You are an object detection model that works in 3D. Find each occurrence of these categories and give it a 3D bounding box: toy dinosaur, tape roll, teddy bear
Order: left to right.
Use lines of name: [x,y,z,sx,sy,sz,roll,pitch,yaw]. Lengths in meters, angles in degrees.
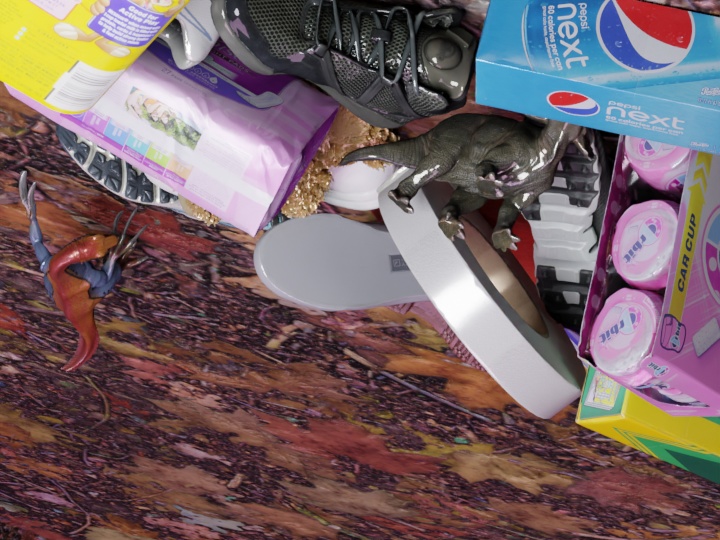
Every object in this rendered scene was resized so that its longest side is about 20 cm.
toy dinosaur: [-0.231,0.009,2.046,0.105,0.201,0.182,-3,-168,4]
teddy bear: [-0.065,-0.097,1.677,0.145,0.067,0.200,48,126,-8]
toy dinosaur: [0.081,-0.071,1.581,0.199,0.102,0.077,-7,126,40]
tape roll: [0.086,0.013,1.667,0.037,0.203,0.203,-38,141,12]

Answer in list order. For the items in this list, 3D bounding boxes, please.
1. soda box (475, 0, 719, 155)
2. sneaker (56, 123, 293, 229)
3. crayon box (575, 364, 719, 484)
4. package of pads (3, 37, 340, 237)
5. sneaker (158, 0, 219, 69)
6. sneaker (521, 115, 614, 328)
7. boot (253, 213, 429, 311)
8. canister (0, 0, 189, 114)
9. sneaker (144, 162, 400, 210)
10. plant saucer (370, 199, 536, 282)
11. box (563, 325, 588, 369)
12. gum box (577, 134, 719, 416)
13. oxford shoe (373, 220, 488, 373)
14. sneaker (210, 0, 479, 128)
soda box: [0.174,-0.123,1.473,0.199,0.064,0.068,12,161,7]
sneaker: [-0.148,-0.073,1.846,0.199,0.078,0.086,22,164,-20]
crayon box: [0.252,0.039,1.670,0.172,0.201,0.058,24,160,-25]
package of pads: [-0.122,-0.114,1.569,0.200,0.121,0.076,29,120,3]
sneaker: [-0.163,-0.195,1.486,0.199,0.087,0.074,22,161,-19]
sneaker: [0.151,-0.059,1.674,0.066,0.091,0.201,7,134,21]
boot: [0.000,0.000,1.782,0.199,0.074,0.096,3,171,-26]
canister: [-0.160,-0.191,1.375,0.148,0.087,0.200,32,136,-18]
sneaker: [-0.071,-0.098,1.746,0.199,0.075,0.089,3,147,14]
plant saucer: [0.122,-0.033,1.820,0.199,0.037,0.200,26,159,-30]
box: [0.200,0.069,1.883,0.119,0.041,0.200,47,178,3]
gum box: [0.214,-0.006,1.564,0.066,0.201,0.113,-4,156,43]
oxford shoe: [0.083,0.018,1.930,0.200,0.075,0.070,34,115,-14]
sneaker: [0.000,-0.150,1.517,0.114,0.077,0.199,-7,155,43]
